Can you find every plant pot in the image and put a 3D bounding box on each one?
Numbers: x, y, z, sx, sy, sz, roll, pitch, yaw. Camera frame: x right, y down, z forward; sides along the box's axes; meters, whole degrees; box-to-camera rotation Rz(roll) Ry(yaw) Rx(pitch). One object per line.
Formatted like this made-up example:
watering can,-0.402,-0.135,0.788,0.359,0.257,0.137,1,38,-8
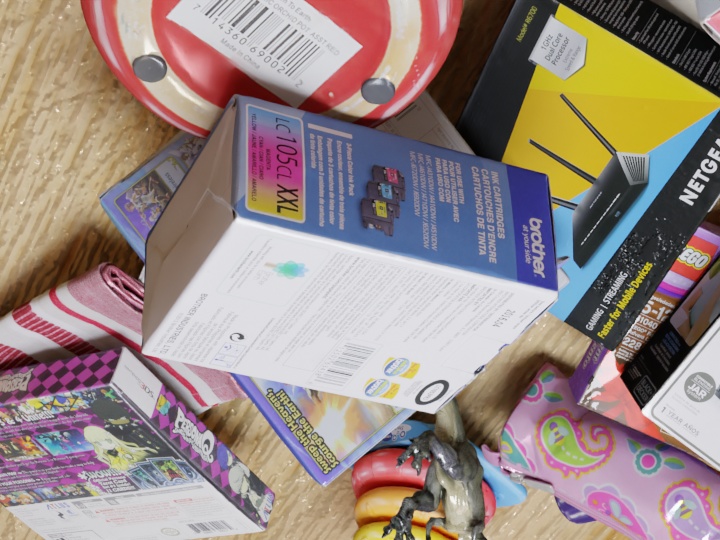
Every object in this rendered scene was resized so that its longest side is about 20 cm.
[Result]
plant pot,-0.036,-0.175,0.804,0.198,0.183,0.202,-1,133,-1

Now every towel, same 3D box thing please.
towel,-0.179,0.067,1.123,0.144,0.023,0.199,37,138,-29

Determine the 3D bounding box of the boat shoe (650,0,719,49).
boat shoe,0.208,-0.125,0.944,0.072,0.063,0.201,18,148,53

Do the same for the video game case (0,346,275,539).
video game case,-0.188,0.131,1.163,0.199,0.036,0.181,-12,135,34

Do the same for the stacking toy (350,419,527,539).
stacking toy,0.030,0.215,1.163,0.116,0.201,0.110,-15,137,43

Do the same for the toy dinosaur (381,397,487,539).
toy dinosaur,0.055,0.133,1.100,0.047,0.088,0.202,5,108,39

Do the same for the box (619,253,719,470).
box,0.267,0.030,1.010,0.116,0.060,0.201,34,102,-14

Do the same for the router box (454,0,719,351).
router box,0.128,-0.064,0.949,0.148,0.051,0.201,32,137,7

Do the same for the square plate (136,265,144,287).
square plate,-0.043,0.032,1.043,0.199,0.029,0.198,26,158,-6

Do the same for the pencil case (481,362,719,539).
pencil case,0.182,0.144,1.116,0.199,0.087,0.088,30,140,22

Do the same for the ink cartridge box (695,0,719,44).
ink cartridge box,0.259,-0.177,0.795,0.084,0.177,0.200,35,126,-29

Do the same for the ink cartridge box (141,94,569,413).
ink cartridge box,0.006,0.001,0.819,0.198,0.077,0.137,14,145,-21

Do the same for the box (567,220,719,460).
box,0.252,0.059,1.071,0.199,0.039,0.138,23,105,-12

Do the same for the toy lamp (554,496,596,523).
toy lamp,0.222,0.120,1.174,0.199,0.059,0.058,-36,124,27

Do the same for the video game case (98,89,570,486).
video game case,-0.015,-0.015,0.927,0.181,0.045,0.201,-38,92,-10
